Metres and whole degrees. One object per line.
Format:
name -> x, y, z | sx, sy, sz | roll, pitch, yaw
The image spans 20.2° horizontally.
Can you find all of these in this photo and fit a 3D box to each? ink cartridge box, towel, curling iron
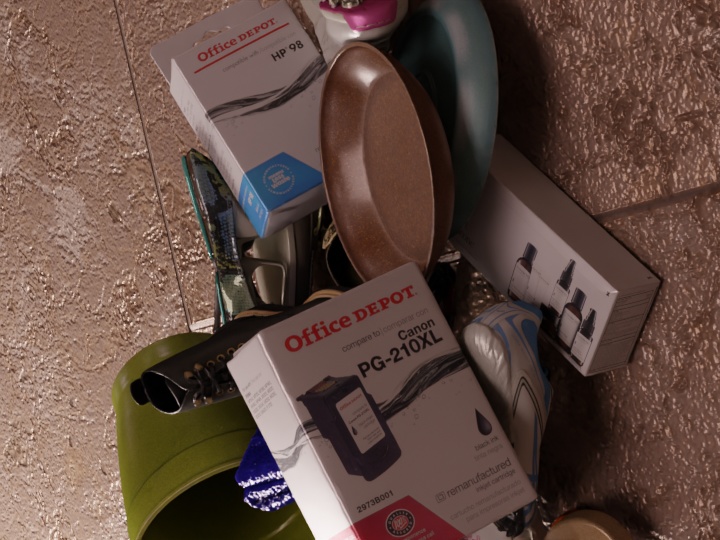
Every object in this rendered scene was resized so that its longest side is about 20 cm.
ink cartridge box -> -0.084, -0.145, 1.707 | 0.201, 0.115, 0.067 | 57, 165, 13
towel -> -0.032, 0.098, 1.706 | 0.147, 0.049, 0.201 | -33, 29, 53
ink cartridge box -> 0.014, 0.115, 1.486 | 0.201, 0.144, 0.084 | 62, 155, 7
curling iron -> 0.052, 0.081, 1.695 | 0.026, 0.049, 0.201 | -130, 39, -55

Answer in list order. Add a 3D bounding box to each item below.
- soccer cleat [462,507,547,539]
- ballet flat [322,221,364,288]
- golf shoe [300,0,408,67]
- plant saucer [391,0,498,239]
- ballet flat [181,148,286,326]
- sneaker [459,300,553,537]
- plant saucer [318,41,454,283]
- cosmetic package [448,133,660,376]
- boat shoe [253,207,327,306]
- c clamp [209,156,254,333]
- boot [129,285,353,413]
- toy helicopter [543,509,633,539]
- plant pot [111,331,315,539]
soccer cleat -> 0.109, 0.185, 1.624 | 0.201, 0.069, 0.087 | 58, 139, 26
ballet flat -> 0.000, 0.000, 1.672 | 0.068, 0.046, 0.200 | -56, 27, 18
golf shoe -> 0.004, -0.191, 1.627 | 0.200, 0.075, 0.092 | -128, 23, -76
plant saucer -> 0.056, -0.124, 1.587 | 0.200, 0.027, 0.202 | -177, 90, -70
ballet flat -> -0.101, -0.013, 1.746 | 0.074, 0.074, 0.202 | 7, 114, 52
sneaker -> 0.118, 0.116, 1.538 | 0.072, 0.072, 0.201 | 31, 135, 46
plant saucer -> 0.024, -0.078, 1.557 | 0.200, 0.036, 0.202 | 169, 90, -67
cosmetic package -> 0.137, -0.015, 1.546 | 0.200, 0.050, 0.083 | 46, 131, 37
boat shoe -> -0.059, -0.049, 1.787 | 0.072, 0.060, 0.203 | 14, 110, 57
c clamp -> -0.120, -0.045, 1.854 | 0.200, 0.027, 0.172 | 126, 141, -74
boot -> -0.079, 0.076, 1.610 | 0.199, 0.138, 0.078 | -16, 97, 53
toy helicopter -> 0.204, 0.277, 1.541 | 0.132, 0.079, 0.201 | -13, 100, 45
plant pot -> -0.144, 0.167, 1.876 | 0.194, 0.199, 0.201 | 63, 142, 38
